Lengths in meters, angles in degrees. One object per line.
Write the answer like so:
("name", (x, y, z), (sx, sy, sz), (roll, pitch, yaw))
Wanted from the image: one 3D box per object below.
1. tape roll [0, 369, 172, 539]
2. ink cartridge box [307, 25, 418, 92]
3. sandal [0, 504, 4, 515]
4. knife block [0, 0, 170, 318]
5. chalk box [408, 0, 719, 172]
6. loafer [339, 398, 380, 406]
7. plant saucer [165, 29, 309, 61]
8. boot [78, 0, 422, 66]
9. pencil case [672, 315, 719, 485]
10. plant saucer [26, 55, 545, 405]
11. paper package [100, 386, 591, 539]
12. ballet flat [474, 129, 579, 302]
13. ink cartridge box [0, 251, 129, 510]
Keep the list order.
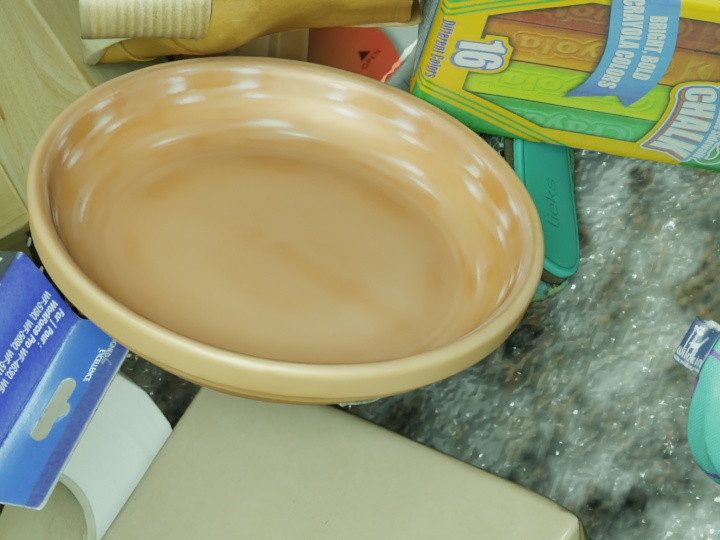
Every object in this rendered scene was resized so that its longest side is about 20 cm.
("tape roll", (-0.171, 0.111, 0.936), (0.203, 0.202, 0.071), (-50, 47, -7))
("ink cartridge box", (-0.035, -0.124, 1.111), (0.162, 0.050, 0.200), (-50, 51, -6))
("sandal", (-0.225, 0.106, 1.066), (0.200, 0.080, 0.054), (-34, 27, 13))
("knife block", (-0.108, -0.067, 1.002), (0.175, 0.064, 0.201), (-22, 63, 52))
("chalk box", (0.130, -0.126, 0.935), (0.199, 0.125, 0.124), (9, 61, -4))
("loafer", (0.000, 0.000, 0.951), (0.075, 0.070, 0.200), (11, 32, -1))
("plant saucer", (-0.091, -0.089, 1.068), (0.200, 0.032, 0.201), (-20, 65, 52))
("boot", (-0.048, -0.123, 0.950), (0.143, 0.071, 0.201), (-3, 12, -7))
("pencil case", (0.209, 0.074, 0.802), (0.200, 0.085, 0.093), (31, 108, 40))
("plant saucer", (-0.030, -0.014, 0.867), (0.199, 0.038, 0.200), (8, 37, -6))
("paper package", (-0.016, 0.157, 0.874), (0.200, 0.103, 0.191), (21, 72, 40))
("ballet flat", (0.062, -0.072, 1.008), (0.074, 0.074, 0.201), (-10, 52, 26))
("ink cartridge box", (-0.192, 0.034, 0.846), (0.199, 0.039, 0.100), (4, 43, 20))
